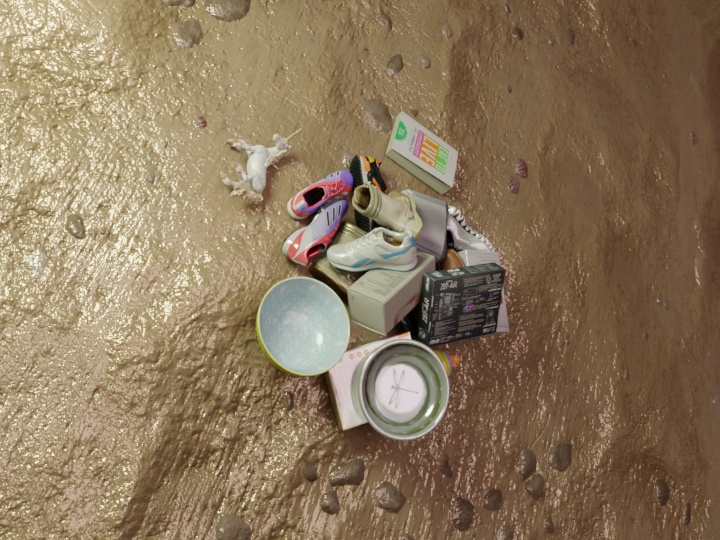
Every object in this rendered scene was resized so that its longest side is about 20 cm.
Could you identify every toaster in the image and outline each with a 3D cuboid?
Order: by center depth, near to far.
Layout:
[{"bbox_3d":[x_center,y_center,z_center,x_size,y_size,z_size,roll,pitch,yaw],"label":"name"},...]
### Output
[{"bbox_3d":[0.139,-0.111,1.514,0.127,0.113,0.205,18,67,-25],"label":"toaster"}]

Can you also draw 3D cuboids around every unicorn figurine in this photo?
[{"bbox_3d":[-0.226,-0.239,1.345,0.136,0.073,0.205,21,80,-37],"label":"unicorn figurine"}]

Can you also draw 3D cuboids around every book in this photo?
[{"bbox_3d":[0.165,-0.312,1.632,0.197,0.048,0.136,29,59,-21],"label":"book"}]

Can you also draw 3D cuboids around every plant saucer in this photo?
[{"bbox_3d":[0.086,0.245,1.277,0.195,0.050,0.206,2,81,-11],"label":"plant saucer"}]

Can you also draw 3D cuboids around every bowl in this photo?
[{"bbox_3d":[-0.129,0.127,1.267,0.196,0.108,0.205,10,65,-21],"label":"bowl"}]

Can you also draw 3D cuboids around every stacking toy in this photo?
[{"bbox_3d":[0.179,0.227,1.461,0.109,0.118,0.198,39,29,29],"label":"stacking toy"}]

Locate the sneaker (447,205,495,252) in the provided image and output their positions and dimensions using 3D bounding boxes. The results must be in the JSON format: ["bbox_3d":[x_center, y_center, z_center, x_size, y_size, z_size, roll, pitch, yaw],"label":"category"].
[{"bbox_3d":[0.275,-0.076,1.624,0.199,0.075,0.082,42,68,-10],"label":"sneaker"}]

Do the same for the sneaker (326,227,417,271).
[{"bbox_3d":[0.023,-0.049,1.319,0.077,0.195,0.082,-81,167,-55],"label":"sneaker"}]

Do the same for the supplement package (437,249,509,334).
[{"bbox_3d":[0.282,0.063,1.552,0.119,0.119,0.205,3,75,-33],"label":"supplement package"}]

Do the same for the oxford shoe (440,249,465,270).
[{"bbox_3d":[0.218,0.044,1.468,0.071,0.070,0.205,14,65,-52],"label":"oxford shoe"}]

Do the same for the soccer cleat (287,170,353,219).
[{"bbox_3d":[-0.078,-0.180,1.414,0.199,0.073,0.069,-34,95,-35],"label":"soccer cleat"}]

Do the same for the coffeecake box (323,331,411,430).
[{"bbox_3d":[0.029,0.236,1.330,0.195,0.073,0.157,-14,83,-13],"label":"coffeecake box"}]

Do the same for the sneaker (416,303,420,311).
[{"bbox_3d":[0.157,0.072,1.490,0.077,0.085,0.202,-42,101,-33],"label":"sneaker"}]

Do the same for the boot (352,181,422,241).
[{"bbox_3d":[0.051,-0.150,1.385,0.153,0.073,0.201,27,23,-25],"label":"boot"}]

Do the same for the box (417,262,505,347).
[{"bbox_3d":[0.226,0.075,1.378,0.196,0.043,0.164,-9,115,-26],"label":"box"}]

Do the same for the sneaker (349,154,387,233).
[{"bbox_3d":[0.032,-0.181,1.488,0.088,0.070,0.205,-1,75,-29],"label":"sneaker"}]

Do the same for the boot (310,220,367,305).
[{"bbox_3d":[0.000,0.000,1.414,0.199,0.073,0.157,38,64,-11],"label":"boot"}]

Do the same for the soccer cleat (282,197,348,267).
[{"bbox_3d":[-0.084,-0.084,1.366,0.073,0.069,0.200,36,59,19],"label":"soccer cleat"}]

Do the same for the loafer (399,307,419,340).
[{"bbox_3d":[0.094,0.073,1.442,0.071,0.063,0.202,-32,90,2],"label":"loafer"}]

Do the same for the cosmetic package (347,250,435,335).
[{"bbox_3d":[0.071,0.039,1.336,0.199,0.102,0.089,-37,135,-39],"label":"cosmetic package"}]
